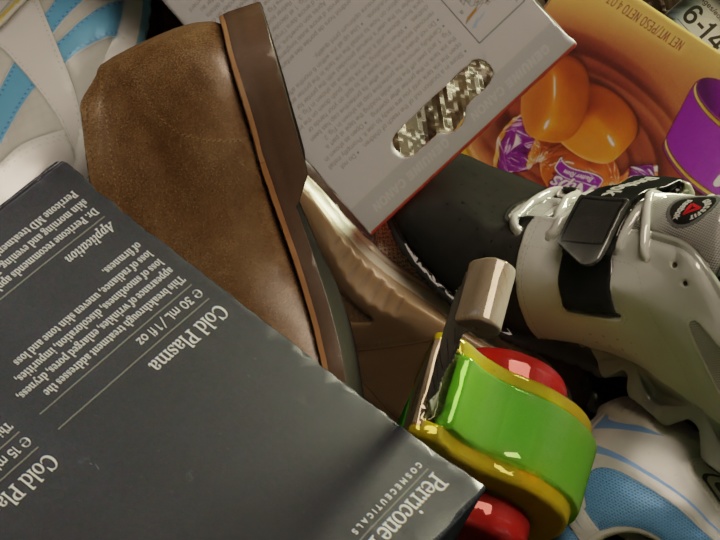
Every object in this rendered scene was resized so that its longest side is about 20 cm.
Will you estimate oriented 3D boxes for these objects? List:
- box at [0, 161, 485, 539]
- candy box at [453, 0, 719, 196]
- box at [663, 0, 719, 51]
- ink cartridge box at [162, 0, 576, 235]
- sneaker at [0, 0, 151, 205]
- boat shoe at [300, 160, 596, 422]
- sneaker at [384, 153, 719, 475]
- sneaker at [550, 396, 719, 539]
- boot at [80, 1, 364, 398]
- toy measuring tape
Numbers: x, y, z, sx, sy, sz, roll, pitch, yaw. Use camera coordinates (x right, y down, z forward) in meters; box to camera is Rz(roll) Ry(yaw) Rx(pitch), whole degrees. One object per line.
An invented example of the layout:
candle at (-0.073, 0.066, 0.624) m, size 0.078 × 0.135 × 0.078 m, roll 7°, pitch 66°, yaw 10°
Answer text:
box at (-0.096, 0.096, 0.892) m, size 0.182 × 0.104 × 0.200 m, roll 37°, pitch 45°, yaw 12°
candy box at (0.130, -0.012, 1.068) m, size 0.200 × 0.117 × 0.056 m, roll 37°, pitch 0°, yaw 25°
box at (0.171, -0.017, 1.107) m, size 0.200 × 0.137 × 0.040 m, roll 51°, pitch 4°, yaw 24°
ink cartridge box at (-0.019, -0.125, 1.020) m, size 0.200 × 0.109 × 0.050 m, roll 49°, pitch 20°, yaw 3°
sneaker at (-0.126, -0.072, 1.055) m, size 0.080 × 0.077 × 0.201 m, roll 15°, pitch 43°, yaw -10°
boat shoe at (0.000, 0.000, 1.055) m, size 0.199 × 0.072 × 0.065 m, roll 35°, pitch 34°, yaw 10°
sneaker at (0.101, -0.005, 0.990) m, size 0.199 × 0.089 × 0.074 m, roll 30°, pitch 44°, yaw 17°
sneaker at (0.155, 0.120, 1.024) m, size 0.199 × 0.072 × 0.073 m, roll 31°, pitch 85°, yaw -8°
boot at (-0.042, 0.015, 0.986) m, size 0.075 × 0.074 × 0.201 m, roll -16°, pitch 95°, yaw -1°
toy measuring tape at (0.050, 0.049, 0.942) m, size 0.073 × 0.200 × 0.074 m, roll 3°, pitch 68°, yaw -7°
